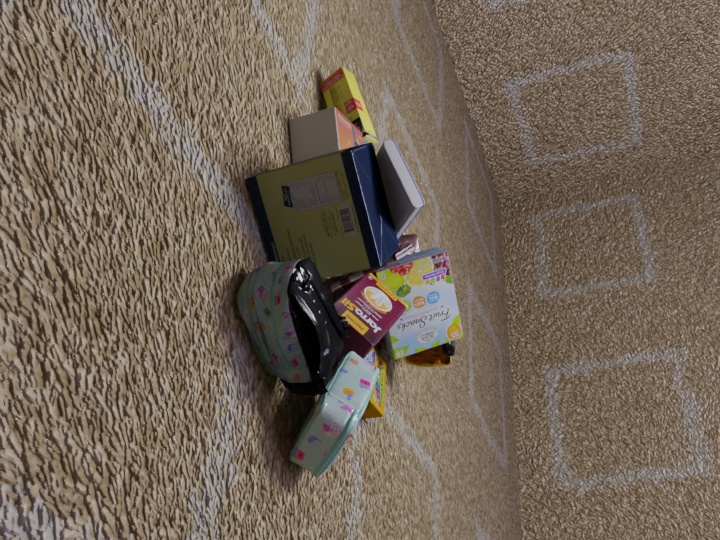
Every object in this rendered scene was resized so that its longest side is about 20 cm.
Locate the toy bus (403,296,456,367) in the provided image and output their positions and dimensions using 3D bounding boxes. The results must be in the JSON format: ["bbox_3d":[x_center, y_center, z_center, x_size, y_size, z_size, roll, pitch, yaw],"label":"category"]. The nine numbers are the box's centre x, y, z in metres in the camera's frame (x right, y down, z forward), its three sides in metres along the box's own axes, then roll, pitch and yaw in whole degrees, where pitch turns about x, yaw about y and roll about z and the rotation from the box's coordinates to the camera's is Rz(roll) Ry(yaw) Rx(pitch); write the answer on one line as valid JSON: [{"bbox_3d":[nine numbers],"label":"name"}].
[{"bbox_3d":[0.162,0.105,1.635,0.192,0.134,0.202,-75,164,-67],"label":"toy bus"}]

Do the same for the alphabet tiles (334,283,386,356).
[{"bbox_3d":[0.011,0.087,1.494,0.200,0.008,0.168,43,38,-34],"label":"alphabet tiles"}]

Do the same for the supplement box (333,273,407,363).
[{"bbox_3d":[-0.001,0.097,1.322,0.110,0.086,0.200,40,30,6],"label":"supplement box"}]

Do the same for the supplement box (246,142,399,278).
[{"bbox_3d":[-0.062,-0.098,1.185,0.134,0.198,0.202,-41,118,-67],"label":"supplement box"}]

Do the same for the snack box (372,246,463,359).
[{"bbox_3d":[0.121,0.069,1.462,0.068,0.167,0.202,-143,-143,-69],"label":"snack box"}]

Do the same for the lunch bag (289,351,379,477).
[{"bbox_3d":[-0.043,0.242,1.150,0.161,0.077,0.200,-61,177,28],"label":"lunch bag"}]

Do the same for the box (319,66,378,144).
[{"bbox_3d":[-0.027,-0.356,1.523,0.050,0.075,0.202,19,48,-52],"label":"box"}]

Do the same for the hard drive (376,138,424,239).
[{"bbox_3d":[0.050,-0.132,1.242,0.133,0.025,0.200,66,-21,14],"label":"hard drive"}]

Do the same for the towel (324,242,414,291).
[{"bbox_3d":[0.000,0.000,1.311,0.023,0.199,0.144,64,21,-3],"label":"towel"}]

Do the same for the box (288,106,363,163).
[{"bbox_3d":[-0.060,-0.203,1.383,0.152,0.105,0.202,23,59,-66],"label":"box"}]

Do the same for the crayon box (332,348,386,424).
[{"bbox_3d":[0.006,0.225,1.423,0.200,0.051,0.127,56,30,-48],"label":"crayon box"}]

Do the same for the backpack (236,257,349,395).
[{"bbox_3d":[-0.107,0.081,1.080,0.167,0.125,0.201,-73,149,-55],"label":"backpack"}]

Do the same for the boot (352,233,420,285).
[{"bbox_3d":[0.044,-0.067,1.497,0.072,0.165,0.202,169,-90,-74],"label":"boot"}]
